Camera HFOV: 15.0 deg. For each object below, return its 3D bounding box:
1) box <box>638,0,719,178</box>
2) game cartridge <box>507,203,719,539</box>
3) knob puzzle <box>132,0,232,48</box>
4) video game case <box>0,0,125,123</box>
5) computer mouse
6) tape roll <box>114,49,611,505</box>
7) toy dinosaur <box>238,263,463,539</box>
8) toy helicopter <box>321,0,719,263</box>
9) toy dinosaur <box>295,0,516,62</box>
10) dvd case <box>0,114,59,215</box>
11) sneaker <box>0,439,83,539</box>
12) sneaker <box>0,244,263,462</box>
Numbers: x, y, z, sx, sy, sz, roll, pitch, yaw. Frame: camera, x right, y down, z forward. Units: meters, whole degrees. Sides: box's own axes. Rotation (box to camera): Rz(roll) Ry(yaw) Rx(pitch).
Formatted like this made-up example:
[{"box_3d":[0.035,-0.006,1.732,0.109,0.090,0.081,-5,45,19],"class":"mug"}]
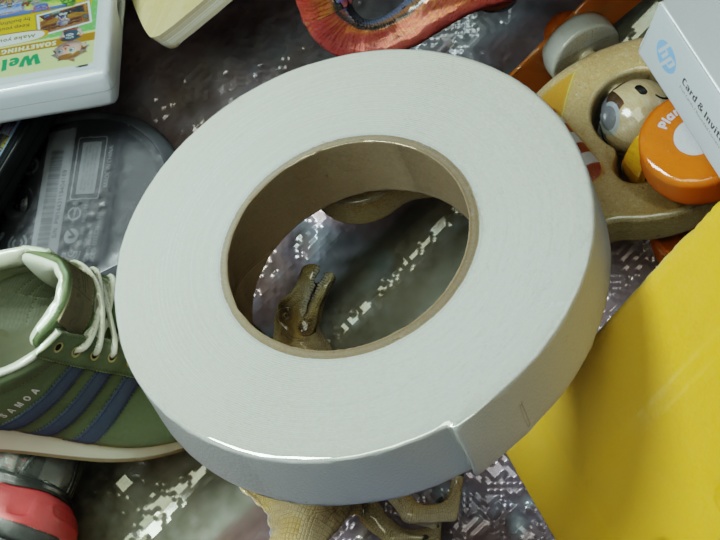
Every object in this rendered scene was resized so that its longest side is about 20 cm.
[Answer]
[{"box_3d":[0.236,-0.072,1.105,0.199,0.041,0.156,-22,68,-20],"class":"box"},{"box_3d":[0.152,0.085,1.060,0.177,0.032,0.200,60,138,20],"class":"game cartridge"},{"box_3d":[-0.039,-0.184,1.212,0.219,0.030,0.220,-38,35,33],"class":"knob puzzle"},{"box_3d":[-0.203,-0.125,1.245,0.199,0.022,0.183,-9,44,8],"class":"video game case"},{"box_3d":[-0.159,-0.027,1.244,0.199,0.053,0.139,3,70,25],"class":"computer mouse"},{"box_3d":[0.000,0.000,1.094,0.202,0.037,0.204,-10,52,13],"class":"tape roll"},{"box_3d":[-0.011,0.089,1.144,0.101,0.058,0.201,11,45,-4],"class":"toy dinosaur"},{"box_3d":[0.074,-0.062,1.170,0.199,0.079,0.133,-7,58,7],"class":"toy helicopter"},{"box_3d":[0.066,-0.146,1.140,0.181,0.105,0.200,-44,35,-16],"class":"toy dinosaur"},{"box_3d":[-0.239,-0.051,1.246,0.199,0.018,0.143,21,76,34],"class":"dvd case"},{"box_3d":[-0.206,0.069,1.218,0.199,0.071,0.098,11,72,21],"class":"sneaker"},{"box_3d":[-0.122,0.031,1.144,0.199,0.090,0.067,-1,57,-20],"class":"sneaker"}]
